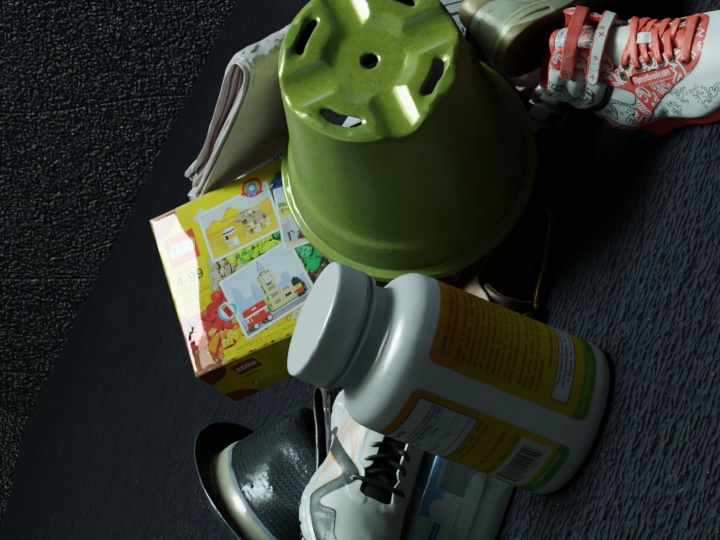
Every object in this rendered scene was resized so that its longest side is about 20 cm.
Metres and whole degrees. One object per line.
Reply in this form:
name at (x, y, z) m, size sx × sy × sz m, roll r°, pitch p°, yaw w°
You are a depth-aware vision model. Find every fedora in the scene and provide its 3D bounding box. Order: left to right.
fedora at (-0.047, 0.180, 1.681) m, size 0.092 × 0.201 × 0.201 m, roll -46°, pitch 20°, yaw 16°

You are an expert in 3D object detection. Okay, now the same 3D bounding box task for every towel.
towel at (-0.044, -0.155, 1.609) m, size 0.200 × 0.032 × 0.191 m, roll -34°, pitch -13°, yaw -32°

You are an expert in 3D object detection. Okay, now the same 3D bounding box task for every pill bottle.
pill bottle at (0.057, 0.068, 1.367) m, size 0.111 × 0.200 × 0.111 m, roll -60°, pitch 16°, yaw 30°

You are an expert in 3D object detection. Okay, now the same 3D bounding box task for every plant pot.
plant pot at (0.021, -0.115, 1.479) m, size 0.184 × 0.200 × 0.200 m, roll 62°, pitch -137°, yaw -67°

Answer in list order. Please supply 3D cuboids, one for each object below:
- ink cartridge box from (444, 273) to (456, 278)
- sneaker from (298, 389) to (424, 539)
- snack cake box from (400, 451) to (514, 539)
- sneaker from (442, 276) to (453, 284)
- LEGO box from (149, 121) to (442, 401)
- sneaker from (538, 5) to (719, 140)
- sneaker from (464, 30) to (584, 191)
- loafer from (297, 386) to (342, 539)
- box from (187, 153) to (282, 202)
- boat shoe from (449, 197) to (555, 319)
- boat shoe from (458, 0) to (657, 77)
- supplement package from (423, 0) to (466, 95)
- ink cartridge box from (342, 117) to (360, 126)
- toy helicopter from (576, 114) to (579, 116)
ink cartridge box at (0.082, -0.059, 1.741) m, size 0.200 × 0.067 × 0.117 m, roll -42°, pitch 29°, yaw 61°
sneaker at (0.009, 0.134, 1.442) m, size 0.080 × 0.074 × 0.200 m, roll -52°, pitch 21°, yaw 40°
snack cake box at (0.038, 0.195, 1.527) m, size 0.200 × 0.067 × 0.115 m, roll 170°, pitch 121°, yaw -73°
sneaker at (0.027, 0.057, 1.765) m, size 0.200 × 0.071 × 0.073 m, roll -47°, pitch 25°, yaw 55°
LEGO box at (-0.048, -0.007, 1.611) m, size 0.200 × 0.077 × 0.149 m, roll -25°, pitch 65°, yaw 12°
sneaker at (0.194, -0.145, 1.371) m, size 0.201 × 0.108 × 0.067 m, roll 154°, pitch 136°, yaw -69°
sneaker at (0.112, -0.136, 1.614) m, size 0.200 × 0.116 × 0.076 m, roll -54°, pitch -25°, yaw 12°
loafer at (-0.024, 0.173, 1.518) m, size 0.072 × 0.063 × 0.200 m, roll -50°, pitch 21°, yaw 50°
box at (-0.075, -0.049, 1.786) m, size 0.156 × 0.041 × 0.200 m, roll -56°, pitch -32°, yaw -31°
boat shoe at (0.097, 0.032, 1.539) m, size 0.200 × 0.072 × 0.068 m, roll -68°, pitch 13°, yaw -14°
boat shoe at (0.151, -0.200, 1.494) m, size 0.200 × 0.066 × 0.074 m, roll -20°, pitch -35°, yaw -47°
supplement package at (0.071, -0.244, 1.727) m, size 0.121 × 0.120 × 0.200 m, roll -73°, pitch -31°, yaw -74°
ink cartridge box at (-0.002, -0.041, 1.821) m, size 0.200 × 0.050 × 0.161 m, roll -62°, pitch -28°, yaw -51°
toy helicopter at (0.180, -0.217, 1.653) m, size 0.132 × 0.079 × 0.200 m, roll -20°, pitch 60°, yaw 60°
